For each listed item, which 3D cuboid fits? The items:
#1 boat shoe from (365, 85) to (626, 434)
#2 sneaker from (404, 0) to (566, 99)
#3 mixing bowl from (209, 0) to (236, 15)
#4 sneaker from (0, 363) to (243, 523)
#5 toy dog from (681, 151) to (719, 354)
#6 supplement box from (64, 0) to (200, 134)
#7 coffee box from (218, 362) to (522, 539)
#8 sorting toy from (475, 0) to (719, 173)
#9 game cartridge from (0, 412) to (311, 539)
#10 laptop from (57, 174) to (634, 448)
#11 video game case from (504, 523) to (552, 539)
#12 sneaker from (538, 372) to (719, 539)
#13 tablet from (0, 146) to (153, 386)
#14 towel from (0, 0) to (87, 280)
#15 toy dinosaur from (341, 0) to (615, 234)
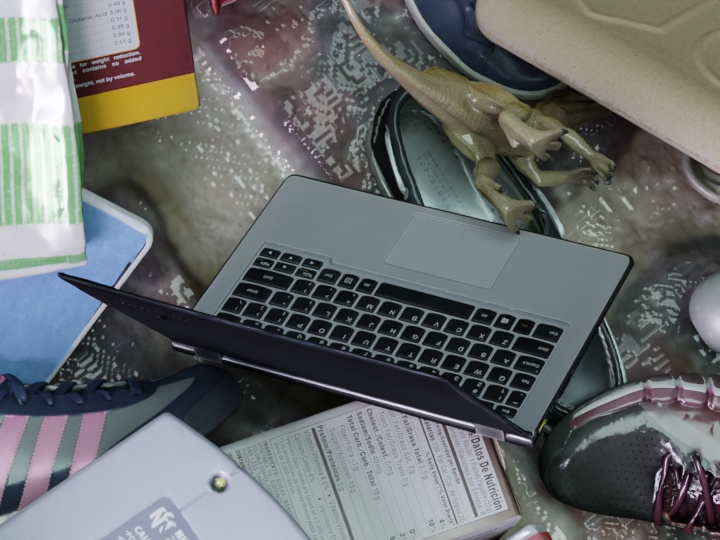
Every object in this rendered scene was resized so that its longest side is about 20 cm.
[{"bbox_3d":[0.068,-0.004,1.345,0.075,0.060,0.200,-37,85,-12],"label":"boat shoe"},{"bbox_3d":[0.047,-0.178,1.367,0.075,0.085,0.200,-34,85,-13],"label":"sneaker"},{"bbox_3d":[-0.044,-0.231,1.283,0.108,0.200,0.201,-14,80,-2],"label":"mixing bowl"},{"bbox_3d":[-0.155,0.075,1.288,0.199,0.070,0.082,-24,99,-13],"label":"sneaker"},{"bbox_3d":[0.260,-0.025,1.374,0.199,0.096,0.133,-9,82,6],"label":"toy dog"},{"bbox_3d":[-0.194,-0.171,1.259,0.196,0.133,0.201,-13,123,-10],"label":"supplement box"},{"bbox_3d":[-0.036,0.121,1.279,0.199,0.114,0.080,-18,80,-12],"label":"coffee box"},{"bbox_3d":[0.183,-0.123,1.338,0.185,0.037,0.200,33,48,27],"label":"sorting toy"},{"bbox_3d":[-0.066,0.169,1.179,0.133,0.041,0.200,-34,77,-9],"label":"game cartridge"},{"bbox_3d":[0.000,0.000,1.219,0.186,0.116,0.200,15,47,22],"label":"laptop"},{"bbox_3d":[0.076,0.240,1.263,0.143,0.017,0.201,-36,72,20],"label":"video game case"},{"bbox_3d":[0.192,0.110,1.304,0.199,0.076,0.116,-4,36,-8],"label":"sneaker"},{"bbox_3d":[-0.209,-0.012,1.263,0.199,0.014,0.130,29,108,-29],"label":"tablet"},{"bbox_3d":[-0.197,-0.082,1.204,0.152,0.023,0.201,-10,118,-15],"label":"towel"},{"bbox_3d":[0.058,-0.072,1.298,0.058,0.199,0.101,-54,50,18],"label":"toy dinosaur"}]
